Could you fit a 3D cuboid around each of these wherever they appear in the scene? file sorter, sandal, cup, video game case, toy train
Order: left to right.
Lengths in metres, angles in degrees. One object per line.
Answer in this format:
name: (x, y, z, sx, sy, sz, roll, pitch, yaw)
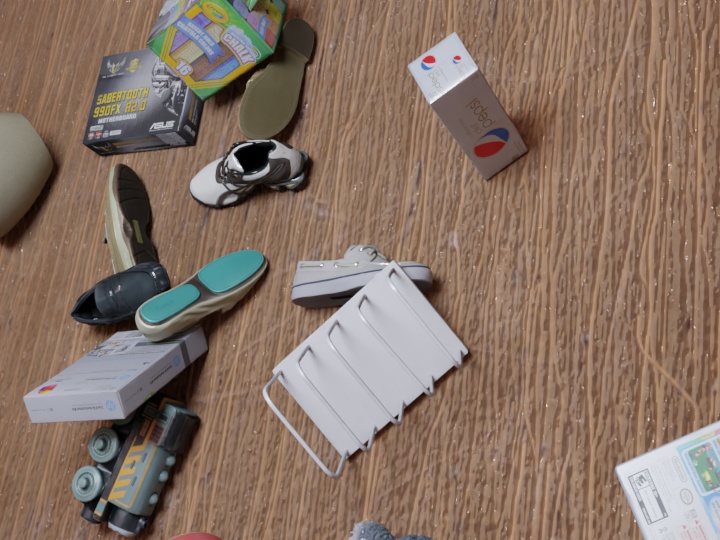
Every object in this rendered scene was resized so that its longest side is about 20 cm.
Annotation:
cup: (-0.582, -0.172, 1.487, 0.142, 0.203, 0.199, -37, 53, -23)
toy train: (-0.296, 0.246, 1.218, 0.112, 0.085, 0.204, 19, 80, 22)
sandal: (-0.128, -0.266, 1.351, 0.069, 0.077, 0.215, -26, 40, 60)
file sorter: (0.007, 0.113, 1.048, 0.199, 0.125, 0.139, -41, 91, 7)
video game case: (0.368, 0.250, 0.893, 0.179, 0.024, 0.203, -27, 59, 16)

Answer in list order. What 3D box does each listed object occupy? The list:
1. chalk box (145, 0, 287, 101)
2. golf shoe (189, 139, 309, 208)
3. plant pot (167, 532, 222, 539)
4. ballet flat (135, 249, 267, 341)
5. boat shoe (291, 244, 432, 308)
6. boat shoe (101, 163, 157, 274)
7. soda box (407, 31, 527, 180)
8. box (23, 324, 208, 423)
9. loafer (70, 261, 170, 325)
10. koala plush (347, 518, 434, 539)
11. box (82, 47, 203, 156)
chalk box: (-0.189, -0.366, 1.336, 0.197, 0.124, 0.126, -23, 38, 33)
golf shoe: (-0.172, -0.147, 1.298, 0.196, 0.094, 0.080, -12, 66, 25)
plant pot: (-0.176, 0.408, 1.031, 0.201, 0.200, 0.177, -48, 48, 3)
ballet flat: (-0.212, 0.037, 1.250, 0.197, 0.070, 0.070, -27, 53, -24)
boat shoe: (0.000, 0.000, 1.165, 0.196, 0.071, 0.072, -9, 68, 32)
boat shoe: (-0.359, -0.062, 1.382, 0.075, 0.071, 0.204, -30, 59, 28)
soda box: (0.131, -0.187, 1.088, 0.067, 0.200, 0.064, -33, 60, 12)
box: (-0.314, 0.133, 1.213, 0.153, 0.200, 0.042, -7, 106, 25)
loafer: (-0.334, 0.039, 1.289, 0.198, 0.070, 0.069, -20, 90, 43)
koala plush: (0.042, 0.363, 0.946, 0.174, 0.185, 0.203, 6, 61, 29)
box: (-0.336, -0.271, 1.462, 0.196, 0.048, 0.162, -1, 70, 27)
